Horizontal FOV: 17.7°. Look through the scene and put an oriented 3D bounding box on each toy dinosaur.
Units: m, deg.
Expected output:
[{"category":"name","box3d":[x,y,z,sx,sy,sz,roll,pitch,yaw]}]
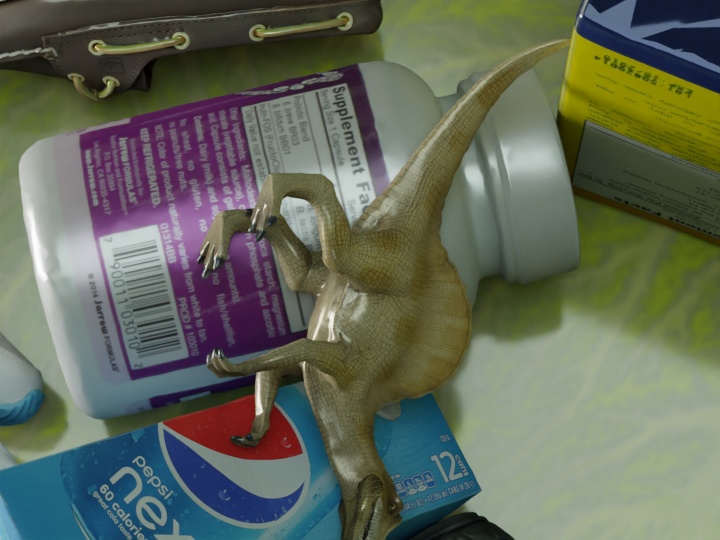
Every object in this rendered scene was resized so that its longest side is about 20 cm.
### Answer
[{"category":"toy dinosaur","box3d":[0.000,0.000,0.817,0.101,0.058,0.200,19,86,-24]}]

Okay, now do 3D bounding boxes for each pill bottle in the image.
[{"category":"pill bottle","box3d":[-0.022,-0.018,0.887,0.200,0.112,0.112,-13,77,-2]}]

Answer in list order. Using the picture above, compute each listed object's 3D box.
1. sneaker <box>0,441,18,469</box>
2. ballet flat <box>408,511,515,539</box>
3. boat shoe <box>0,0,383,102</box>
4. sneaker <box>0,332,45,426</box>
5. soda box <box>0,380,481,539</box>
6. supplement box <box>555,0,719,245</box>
[{"category":"sneaker","box3d":[-0.144,0.111,0.862,0.200,0.100,0.075,20,117,7]},{"category":"ballet flat","box3d":[-0.011,0.152,0.843,0.200,0.066,0.057,-29,66,-28]},{"category":"boat shoe","box3d":[-0.091,-0.101,0.932,0.200,0.072,0.060,-15,99,4]},{"category":"sneaker","box3d":[-0.198,-0.015,0.911,0.200,0.077,0.081,38,78,8]},{"category":"soda box","box3d":[-0.054,0.089,0.829,0.200,0.068,0.064,-15,72,-44]},{"category":"supplement box","box3d":[0.141,-0.087,0.854,0.109,0.200,0.110,22,78,6]}]
